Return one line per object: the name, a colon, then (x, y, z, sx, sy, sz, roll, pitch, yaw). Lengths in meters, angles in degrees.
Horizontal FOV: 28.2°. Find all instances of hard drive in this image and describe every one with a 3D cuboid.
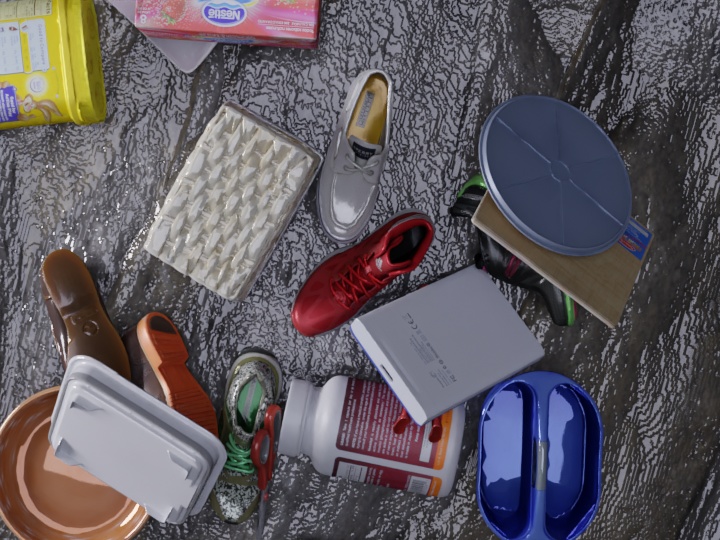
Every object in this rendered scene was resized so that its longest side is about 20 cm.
hard drive: (0.098, 0.077, 1.567, 0.199, 0.025, 0.132, -23, 70, -41)

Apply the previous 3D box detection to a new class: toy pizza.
toy pizza: (0.214, -0.104, 1.592, 0.198, 0.032, 0.202, 12, 60, -22)

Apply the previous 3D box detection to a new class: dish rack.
dish rack: (-0.251, 0.194, 1.552, 0.199, 0.044, 0.172, 31, 136, 2)

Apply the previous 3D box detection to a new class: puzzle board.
puzzle board: (0.228, -0.046, 1.598, 0.199, 0.017, 0.151, 37, 52, -7)

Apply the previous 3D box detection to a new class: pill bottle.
pill bottle: (0.012, 0.182, 1.608, 0.198, 0.113, 0.114, 12, 93, 0)

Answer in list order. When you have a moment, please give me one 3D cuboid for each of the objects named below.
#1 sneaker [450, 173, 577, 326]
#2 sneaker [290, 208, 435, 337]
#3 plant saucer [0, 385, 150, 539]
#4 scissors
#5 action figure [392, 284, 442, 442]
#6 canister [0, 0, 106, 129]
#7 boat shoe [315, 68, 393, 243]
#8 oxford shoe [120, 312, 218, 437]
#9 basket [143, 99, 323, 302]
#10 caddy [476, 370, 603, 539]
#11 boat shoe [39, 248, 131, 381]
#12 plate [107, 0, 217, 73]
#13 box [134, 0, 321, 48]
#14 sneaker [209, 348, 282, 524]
sneaker: (0.175, -0.015, 1.624, 0.084, 0.077, 0.201, -38, 82, 7)
sneaker: (0.000, 0.000, 1.598, 0.200, 0.116, 0.078, -44, 91, 1)
plant saucer: (-0.326, 0.230, 1.649, 0.198, 0.037, 0.203, 0, 92, -1)
scissors: (-0.106, 0.244, 1.635, 0.014, 0.073, 0.202, 11, 127, 13)
action figure: (0.067, 0.095, 1.587, 0.065, 0.052, 0.202, 11, 52, -6)
canister: (-0.396, -0.230, 1.605, 0.197, 0.087, 0.150, -6, 92, 2)
boat shoe: (-0.001, -0.130, 1.605, 0.070, 0.070, 0.202, 16, 86, -6)
oxford shoe: (-0.219, 0.153, 1.622, 0.073, 0.071, 0.202, -31, 71, 28)
basket: (-0.143, -0.077, 1.591, 0.135, 0.123, 0.201, 30, 92, -2)
caddy: (0.199, 0.211, 1.611, 0.140, 0.105, 0.203, 1, 93, 1)
boat shoe: (-0.310, 0.074, 1.620, 0.070, 0.070, 0.202, -15, 83, -18)
plate: (-0.202, -0.361, 1.624, 0.199, 0.032, 0.200, 42, 92, -1)
box: (-0.141, -0.300, 1.562, 0.197, 0.103, 0.096, 4, 93, -2)
sneaker: (-0.137, 0.191, 1.620, 0.076, 0.089, 0.202, 8, 93, 0)
